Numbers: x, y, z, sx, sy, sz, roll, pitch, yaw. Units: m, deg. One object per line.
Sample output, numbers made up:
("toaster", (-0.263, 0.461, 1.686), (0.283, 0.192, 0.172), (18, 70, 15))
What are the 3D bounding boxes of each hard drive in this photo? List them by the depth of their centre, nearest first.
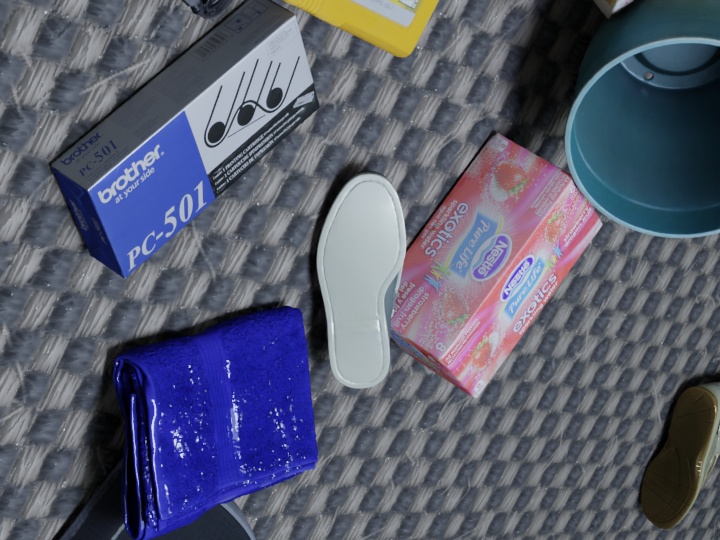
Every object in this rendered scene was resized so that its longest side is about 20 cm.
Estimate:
("hard drive", (-0.162, 0.223, 1.538), (0.135, 0.042, 0.200), (-52, 148, -8))

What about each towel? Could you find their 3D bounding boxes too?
("towel", (-0.107, 0.116, 1.471), (0.200, 0.049, 0.149), (-18, 110, -50))

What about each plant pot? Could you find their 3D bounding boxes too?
("plant pot", (0.279, -0.165, 1.641), (0.188, 0.199, 0.201), (-80, 175, -51))

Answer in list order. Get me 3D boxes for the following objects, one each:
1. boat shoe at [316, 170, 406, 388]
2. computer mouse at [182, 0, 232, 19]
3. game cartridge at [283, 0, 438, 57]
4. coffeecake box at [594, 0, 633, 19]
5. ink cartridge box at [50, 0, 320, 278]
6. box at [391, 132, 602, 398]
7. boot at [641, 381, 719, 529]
("boat shoe", (0.000, 0.000, 1.569), (0.062, 0.072, 0.201), (-89, -179, -60))
("computer mouse", (-0.091, -0.257, 1.216), (0.141, 0.046, 0.200), (-50, 160, -20))
("game cartridge", (0.024, -0.254, 1.366), (0.177, 0.032, 0.200), (-62, 156, 8))
("coffeecake box", (0.266, -0.298, 1.523), (0.200, 0.073, 0.154), (-35, 178, 4))
("ink cartridge box", (-0.118, -0.095, 1.317), (0.200, 0.044, 0.094), (-43, 144, -22))
("box", (0.110, -0.005, 1.663), (0.200, 0.094, 0.103), (-53, 147, -7))
("boot", (0.427, 0.216, 2.319), (0.154, 0.072, 0.201), (-18, 131, -49))
